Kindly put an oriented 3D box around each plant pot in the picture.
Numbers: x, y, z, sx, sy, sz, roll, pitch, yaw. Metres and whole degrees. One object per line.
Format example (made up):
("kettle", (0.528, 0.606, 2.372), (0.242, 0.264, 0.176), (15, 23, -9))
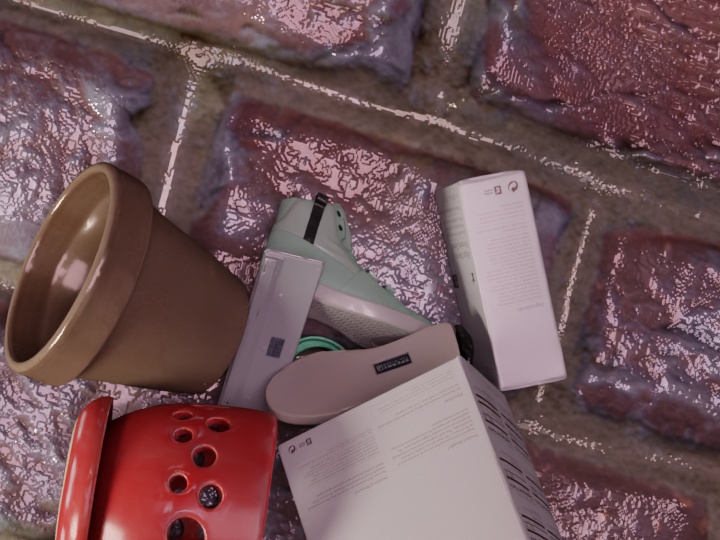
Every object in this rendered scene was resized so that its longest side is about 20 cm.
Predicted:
("plant pot", (-0.200, 0.026, 1.573), (0.173, 0.200, 0.202), (24, 83, -27))
("plant pot", (-0.175, 0.214, 1.551), (0.180, 0.200, 0.203), (8, 87, -6))

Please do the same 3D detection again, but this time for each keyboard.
("keyboard", (-0.086, 0.069, 1.612), (0.056, 0.011, 0.202), (10, 122, -15))

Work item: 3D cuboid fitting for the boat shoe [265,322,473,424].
("boat shoe", (0.014, 0.118, 1.635), (0.198, 0.093, 0.075), (-13, 53, 0))

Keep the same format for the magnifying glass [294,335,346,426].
("magnifying glass", (-0.007, 0.150, 1.675), (0.079, 0.022, 0.201), (-38, 96, -10))

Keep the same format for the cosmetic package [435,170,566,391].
("cosmetic package", (0.133, 0.012, 1.668), (0.073, 0.102, 0.202), (-11, 89, -10))

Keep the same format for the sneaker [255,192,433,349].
("sneaker", (0.000, 0.000, 1.657), (0.199, 0.074, 0.119), (25, 59, -25))

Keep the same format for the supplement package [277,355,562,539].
("supplement package", (0.062, 0.221, 1.548), (0.190, 0.147, 0.202), (-27, 62, 13))
